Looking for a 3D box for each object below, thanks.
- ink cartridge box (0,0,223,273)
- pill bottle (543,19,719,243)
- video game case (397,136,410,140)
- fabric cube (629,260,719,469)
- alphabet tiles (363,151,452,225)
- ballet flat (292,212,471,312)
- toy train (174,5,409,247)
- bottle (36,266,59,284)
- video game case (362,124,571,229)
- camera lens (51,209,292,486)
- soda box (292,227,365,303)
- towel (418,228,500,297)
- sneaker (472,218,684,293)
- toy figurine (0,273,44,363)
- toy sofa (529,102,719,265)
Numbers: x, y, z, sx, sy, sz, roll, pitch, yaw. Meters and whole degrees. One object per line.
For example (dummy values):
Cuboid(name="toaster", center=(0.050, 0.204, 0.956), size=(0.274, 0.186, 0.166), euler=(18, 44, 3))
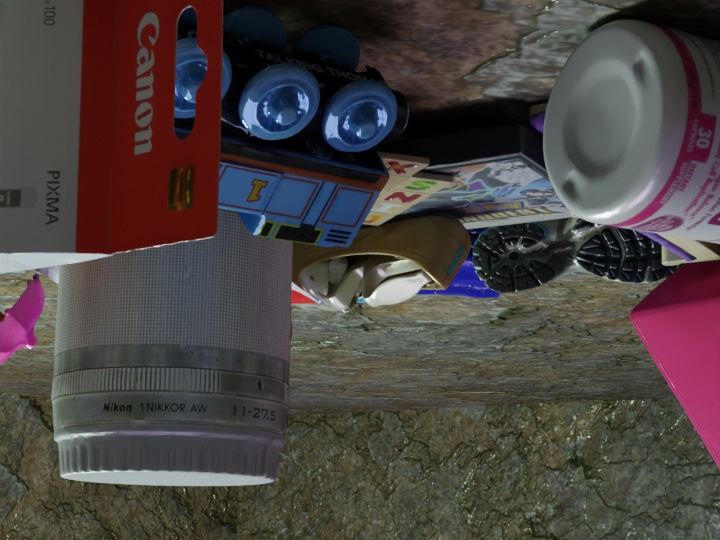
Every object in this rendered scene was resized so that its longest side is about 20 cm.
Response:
Cuboid(name="ink cartridge box", center=(-0.152, -0.085, 0.642), size=(0.198, 0.163, 0.047), euler=(-7, 168, 36))
Cuboid(name="pill bottle", center=(0.216, -0.073, 0.798), size=(0.197, 0.115, 0.113), euler=(7, 168, -30))
Cuboid(name="video game case", center=(0.069, -0.072, 1.086), size=(0.197, 0.018, 0.143), euler=(6, 169, -25))
Cuboid(name="fabric cube", center=(0.367, 0.048, 1.022), size=(0.199, 0.198, 0.199), euler=(-36, -174, -25))
Cuboid(name="alphabet tiles", center=(-0.036, -0.057, 0.967), size=(0.164, 0.006, 0.200), euler=(5, 167, -22))
Cuboid(name="ballet flat", center=(0.000, 0.000, 1.086), size=(0.198, 0.064, 0.069), euler=(-14, 136, 44))
Cuboid(name="toy train", center=(-0.067, -0.081, 0.750), size=(0.198, 0.087, 0.115), euler=(8, 125, -34))
Cuboid(name="bottle", center=(-0.212, 0.006, 1.170), size=(0.199, 0.066, 0.084), euler=(33, 177, 6))
Cuboid(name="video game case", center=(0.063, -0.062, 1.018), size=(0.197, 0.026, 0.180), euler=(-5, 167, 28))
Cuboid(name="camera lens", center=(-0.125, 0.038, 0.914), size=(0.157, 0.203, 0.160), euler=(1, 168, 0))
Cuboid(name="soda box", center=(-0.063, -0.015, 1.210), size=(0.197, 0.068, 0.065), euler=(-2, 134, 12))
Cuboid(name="towel", center=(0.096, -0.006, 1.352), size=(0.145, 0.050, 0.200), euler=(0, 170, 0))
Cuboid(name="sneaker", center=(0.199, -0.032, 1.194), size=(0.197, 0.079, 0.086), euler=(-4, -168, 12))
Cuboid(name="toy figurine", center=(-0.359, 0.009, 1.154), size=(0.182, 0.151, 0.201), euler=(13, 149, 22))
Cuboid(name="toy sofa", center=(0.197, -0.060, 0.954), size=(0.096, 0.084, 0.199), euler=(-6, 167, 30))
